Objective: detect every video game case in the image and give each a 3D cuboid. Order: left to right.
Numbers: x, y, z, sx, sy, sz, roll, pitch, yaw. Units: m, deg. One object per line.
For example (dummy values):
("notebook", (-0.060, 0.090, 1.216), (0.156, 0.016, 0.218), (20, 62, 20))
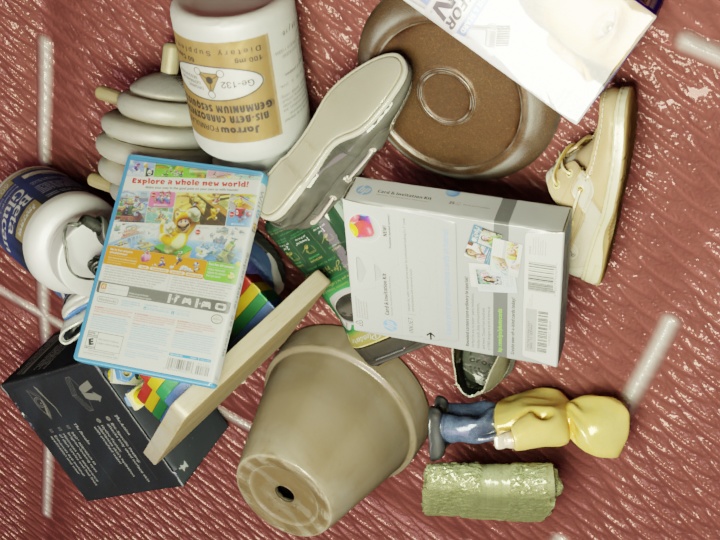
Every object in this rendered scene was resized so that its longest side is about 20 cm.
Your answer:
("video game case", (-0.173, -0.003, 1.103), (0.142, 0.202, 0.018), (9, 168, 19))

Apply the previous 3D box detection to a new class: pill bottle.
("pill bottle", (-0.323, -0.040, 1.309), (0.200, 0.111, 0.112), (27, 143, 53))
("pill bottle", (-0.106, -0.165, 1.130), (0.114, 0.114, 0.201), (11, 129, 24))

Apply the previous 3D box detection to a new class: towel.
("towel", (0.135, 0.234, 1.274), (0.147, 0.037, 0.200), (1, 160, 6))

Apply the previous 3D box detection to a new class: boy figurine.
("boy figurine", (0.170, 0.154, 1.215), (0.198, 0.124, 0.065), (-1, 100, 12))

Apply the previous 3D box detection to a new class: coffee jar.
("coffee jar", (0.000, 0.000, 1.213), (0.104, 0.085, 0.201), (-23, 109, 38))

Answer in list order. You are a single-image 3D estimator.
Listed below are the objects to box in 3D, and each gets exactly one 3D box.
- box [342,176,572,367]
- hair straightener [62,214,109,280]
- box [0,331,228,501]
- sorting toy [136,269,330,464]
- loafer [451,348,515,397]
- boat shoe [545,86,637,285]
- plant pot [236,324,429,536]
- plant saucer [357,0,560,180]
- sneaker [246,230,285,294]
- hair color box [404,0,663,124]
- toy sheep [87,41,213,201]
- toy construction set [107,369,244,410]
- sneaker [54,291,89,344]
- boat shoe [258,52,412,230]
("box", (0.087, 0.002, 1.089), (0.198, 0.041, 0.157), (8, 130, 17))
("hair straightener", (-0.226, 0.007, 1.233), (0.041, 0.077, 0.200), (8, 160, 46))
("box", (-0.307, 0.171, 1.513), (0.199, 0.118, 0.197), (-15, 115, 40))
("sorting toy", (-0.143, 0.081, 1.200), (0.070, 0.200, 0.199), (45, 153, 3))
("loafer", (0.126, 0.047, 1.184), (0.075, 0.070, 0.201), (14, 130, 22))
("boat shoe", (0.194, -0.073, 1.046), (0.069, 0.074, 0.201), (14, 131, 14))
("plant pot", (-0.045, 0.189, 1.329), (0.199, 0.174, 0.201), (16, 130, 20))
("plant saucer", (0.081, -0.161, 1.077), (0.199, 0.032, 0.201), (17, 132, 19))
("sneaker", (-0.172, -0.027, 1.304), (0.199, 0.077, 0.076), (34, 133, 2))
("hair color box", (0.127, -0.222, 0.961), (0.199, 0.065, 0.110), (35, 119, 1))
("toy sheep", (-0.205, -0.129, 1.212), (0.137, 0.138, 0.201), (15, 111, 21))
("toy construction set", (-0.188, 0.080, 1.340), (0.092, 0.199, 0.132), (-14, 83, 37))
("sneaker", (-0.324, 0.032, 1.394), (0.199, 0.147, 0.081), (-8, 119, 35))
("boat shoe", (-0.016, -0.115, 1.096), (0.200, 0.057, 0.067), (-45, 50, 21))
